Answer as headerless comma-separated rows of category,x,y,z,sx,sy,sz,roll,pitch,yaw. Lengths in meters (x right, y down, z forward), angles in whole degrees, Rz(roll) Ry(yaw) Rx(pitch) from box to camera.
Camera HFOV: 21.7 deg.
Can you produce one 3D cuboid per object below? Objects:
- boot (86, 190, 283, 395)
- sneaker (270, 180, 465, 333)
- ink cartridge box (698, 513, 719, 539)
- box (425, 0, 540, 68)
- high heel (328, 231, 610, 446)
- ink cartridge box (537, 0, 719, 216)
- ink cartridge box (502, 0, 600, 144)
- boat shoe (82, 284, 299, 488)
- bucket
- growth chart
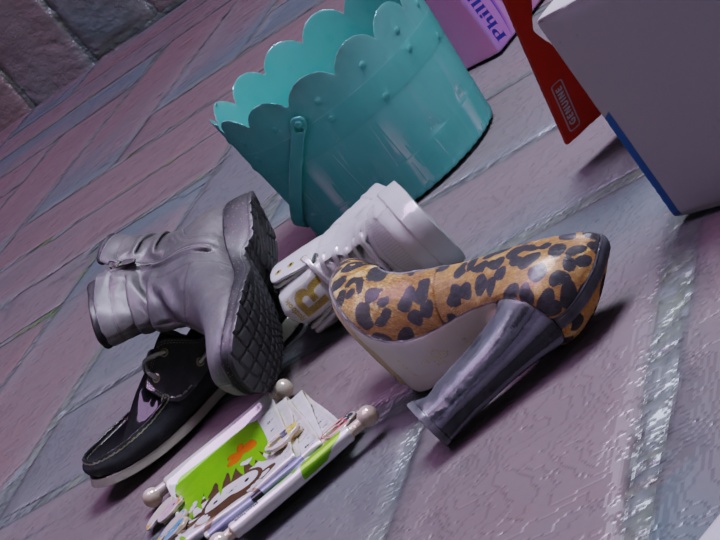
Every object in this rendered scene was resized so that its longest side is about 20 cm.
boot,-0.125,0.032,1.299,0.131,0.070,0.200,-18,32,11
sneaker,0.000,0.000,1.269,0.116,0.074,0.200,-42,6,-5
ink cartridge box,0.218,0.059,0.591,0.200,0.088,0.145,-44,16,-23
box,0.086,-0.303,1.698,0.097,0.176,0.200,-21,23,47
high heel,0.061,0.005,1.088,0.143,0.071,0.200,-44,32,3
ink cartridge box,0.229,-0.160,1.052,0.144,0.147,0.200,-21,24,48
ink cartridge box,0.173,-0.196,1.188,0.174,0.200,0.044,-43,43,-14
boat shoe,-0.132,0.074,1.352,0.200,0.068,0.072,-45,19,-17
bucket,-0.004,-0.128,1.495,0.207,0.135,0.207,-35,16,11
growth chart,-0.071,0.124,1.170,0.145,0.018,0.200,-41,14,-11
